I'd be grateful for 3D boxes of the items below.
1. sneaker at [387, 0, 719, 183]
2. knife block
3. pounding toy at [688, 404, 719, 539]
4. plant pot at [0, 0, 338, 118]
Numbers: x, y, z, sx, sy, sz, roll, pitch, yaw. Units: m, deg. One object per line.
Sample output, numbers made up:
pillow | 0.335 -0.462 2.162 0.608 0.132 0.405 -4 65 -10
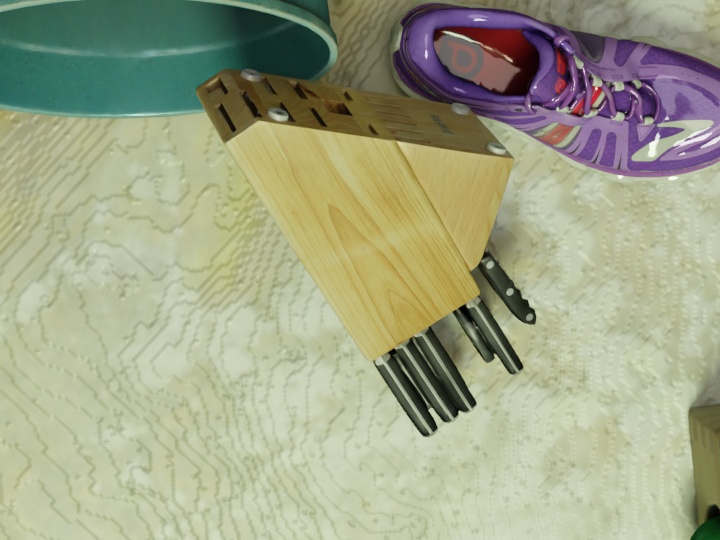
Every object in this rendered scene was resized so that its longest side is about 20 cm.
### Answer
sneaker | 0.111 -0.093 0.786 0.199 0.083 0.081 11 96 -5
knife block | 0.000 0.000 0.761 0.199 0.064 0.176 6 116 -25
pounding toy | 0.255 0.170 0.792 0.199 0.142 0.185 -7 96 -2
plant pot | -0.116 -0.189 0.718 0.199 0.200 0.189 -4 82 -3
